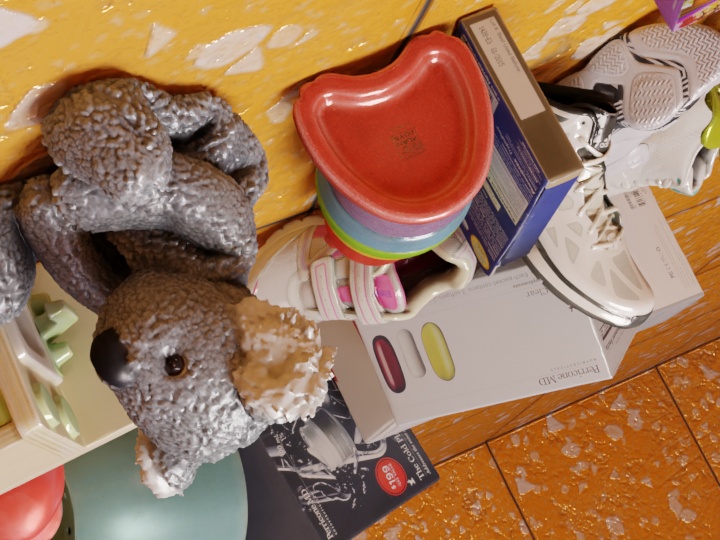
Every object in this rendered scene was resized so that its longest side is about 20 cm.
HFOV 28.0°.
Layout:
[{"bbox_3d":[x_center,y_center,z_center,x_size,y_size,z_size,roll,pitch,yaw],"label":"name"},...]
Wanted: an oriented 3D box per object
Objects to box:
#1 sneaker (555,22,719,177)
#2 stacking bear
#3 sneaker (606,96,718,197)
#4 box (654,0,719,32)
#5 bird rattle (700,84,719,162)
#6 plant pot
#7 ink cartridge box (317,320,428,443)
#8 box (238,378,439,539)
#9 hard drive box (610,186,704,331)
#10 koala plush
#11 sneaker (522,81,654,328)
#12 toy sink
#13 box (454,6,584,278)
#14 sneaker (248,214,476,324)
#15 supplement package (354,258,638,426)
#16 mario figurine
[{"bbox_3d":[0.209,-0.129,1.128,0.200,0.075,0.115,-29,167,32],"label":"sneaker"},{"bbox_3d":[0.018,-0.059,0.973,0.121,0.114,0.200,-23,170,-12],"label":"stacking bear"},{"bbox_3d":[0.273,-0.099,1.314,0.075,0.089,0.200,-18,164,-36],"label":"sneaker"},{"bbox_3d":[0.293,-0.239,0.946,0.199,0.039,0.137,-26,167,-2],"label":"box"},{"bbox_3d":[0.315,-0.186,1.118,0.163,0.113,0.200,-42,174,-35],"label":"bird rattle"},{"bbox_3d":[-0.228,0.216,1.350,0.160,0.201,0.200,-4,155,-40],"label":"plant pot"},{"bbox_3d":[0.069,0.063,1.415,0.199,0.146,0.083,-18,163,-34],"label":"ink cartridge box"},{"bbox_3d":[-0.052,0.176,1.438,0.182,0.200,0.104,-26,171,-46],"label":"box"},{"bbox_3d":[0.214,-0.003,1.418,0.199,0.156,0.077,-17,165,-30],"label":"hard drive box"},{"bbox_3d":[-0.105,0.018,0.817,0.177,0.201,0.183,-36,163,33],"label":"koala plush"},{"bbox_3d":[0.164,-0.056,1.060,0.115,0.201,0.076,-46,175,38],"label":"sneaker"},{"bbox_3d":[-0.244,0.067,0.892,0.199,0.131,0.112,-25,166,-3],"label":"toy sink"},{"bbox_3d":[0.090,-0.079,0.985,0.032,0.122,0.200,-23,166,-14],"label":"box"},{"bbox_3d":[0.000,0.000,1.102,0.199,0.082,0.088,-22,-151,5],"label":"sneaker"},{"bbox_3d":[0.122,0.035,1.231,0.199,0.111,0.156,-17,-167,27],"label":"supplement package"},{"bbox_3d":[-0.244,0.139,1.024,0.106,0.200,0.124,29,102,-23],"label":"mario figurine"}]
